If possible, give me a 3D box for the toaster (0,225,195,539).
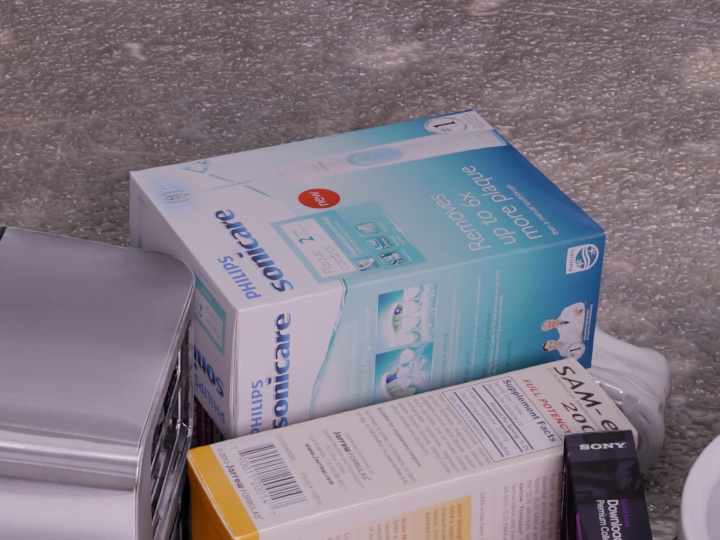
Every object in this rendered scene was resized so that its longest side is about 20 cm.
[{"bbox_3d":[-0.144,0.102,1.017,0.118,0.181,0.200,5,33,5],"label":"toaster"}]

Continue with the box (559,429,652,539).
[{"bbox_3d":[0.107,0.183,0.932,0.036,0.143,0.200,0,32,2],"label":"box"}]

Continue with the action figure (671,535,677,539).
[{"bbox_3d":[0.210,0.125,1.044,0.102,0.201,0.119,27,-6,-27],"label":"action figure"}]

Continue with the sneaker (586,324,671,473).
[{"bbox_3d":[0.077,0.052,1.208,0.199,0.078,0.099,20,30,12],"label":"sneaker"}]

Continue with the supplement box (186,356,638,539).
[{"bbox_3d":[0.024,0.129,1.029,0.199,0.126,0.074,-12,33,-19],"label":"supplement box"}]

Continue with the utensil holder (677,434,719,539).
[{"bbox_3d":[0.205,0.179,0.885,0.169,0.201,0.170,1,32,0],"label":"utensil holder"}]

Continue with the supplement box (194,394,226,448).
[{"bbox_3d":[-0.064,0.065,1.161,0.200,0.086,0.110,26,40,33],"label":"supplement box"}]

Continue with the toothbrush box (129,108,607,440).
[{"bbox_3d":[0.000,0.000,1.107,0.199,0.086,0.146,-12,34,-21],"label":"toothbrush box"}]
